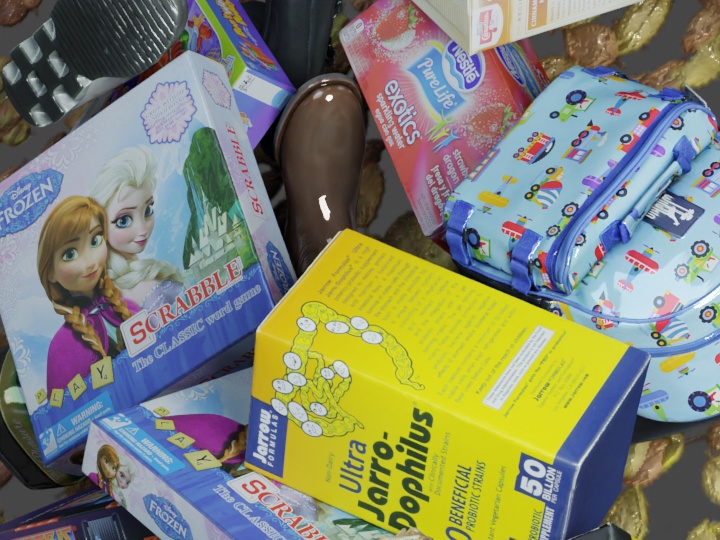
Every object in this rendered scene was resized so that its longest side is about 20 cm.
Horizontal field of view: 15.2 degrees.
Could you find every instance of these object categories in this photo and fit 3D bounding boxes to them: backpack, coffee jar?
[{"bbox_3d":[0.172,-0.012,1.566,0.183,0.135,0.200,-44,42,-17],"label":"backpack"},{"bbox_3d":[-0.164,0.081,1.814,0.199,0.104,0.086,-16,39,26],"label":"coffee jar"}]

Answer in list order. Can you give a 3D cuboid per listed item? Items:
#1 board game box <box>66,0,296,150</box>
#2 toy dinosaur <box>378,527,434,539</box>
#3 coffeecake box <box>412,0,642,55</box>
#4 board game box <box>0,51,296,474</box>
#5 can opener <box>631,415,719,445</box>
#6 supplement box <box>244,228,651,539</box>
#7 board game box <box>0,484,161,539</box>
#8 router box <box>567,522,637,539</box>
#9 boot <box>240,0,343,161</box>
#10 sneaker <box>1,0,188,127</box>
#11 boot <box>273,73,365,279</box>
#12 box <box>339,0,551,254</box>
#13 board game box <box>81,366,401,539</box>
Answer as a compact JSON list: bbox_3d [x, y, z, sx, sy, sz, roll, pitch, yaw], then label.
[{"bbox_3d":[-0.137,-0.088,1.831,0.200,0.045,0.135,-53,39,18],"label":"board game box"},{"bbox_3d":[0.084,0.211,1.506,0.058,0.200,0.101,-37,36,-7],"label":"toy dinosaur"},{"bbox_3d":[0.117,-0.229,1.728,0.199,0.073,0.154,-19,42,-22],"label":"coffeecake box"},{"bbox_3d":[-0.145,-0.004,1.722,0.199,0.041,0.200,-33,61,23],"label":"board game box"},{"bbox_3d":[0.146,0.094,1.621,0.199,0.079,0.063,-23,16,24],"label":"can opener"},{"bbox_3d":[0.047,0.080,1.523,0.199,0.109,0.110,22,42,17],"label":"supplement box"},{"bbox_3d":[-0.126,0.156,1.707,0.165,0.200,0.057,-15,93,32],"label":"board game box"},{"bbox_3d":[0.165,0.255,1.442,0.051,0.149,0.201,-25,53,28],"label":"router box"},{"bbox_3d":[-0.052,-0.201,1.846,0.065,0.201,0.165,-11,44,-16],"label":"boot"},{"bbox_3d":[-0.159,-0.163,1.782,0.088,0.074,0.200,-32,6,-36],"label":"sneaker"},{"bbox_3d":[0.000,0.000,1.732,0.064,0.187,0.201,-9,43,-16],"label":"boot"},{"bbox_3d":[0.074,-0.096,1.748,0.095,0.100,0.201,-37,47,18],"label":"box"},{"bbox_3d":[-0.025,0.128,1.583,0.200,0.199,0.041,35,126,33],"label":"board game box"}]
